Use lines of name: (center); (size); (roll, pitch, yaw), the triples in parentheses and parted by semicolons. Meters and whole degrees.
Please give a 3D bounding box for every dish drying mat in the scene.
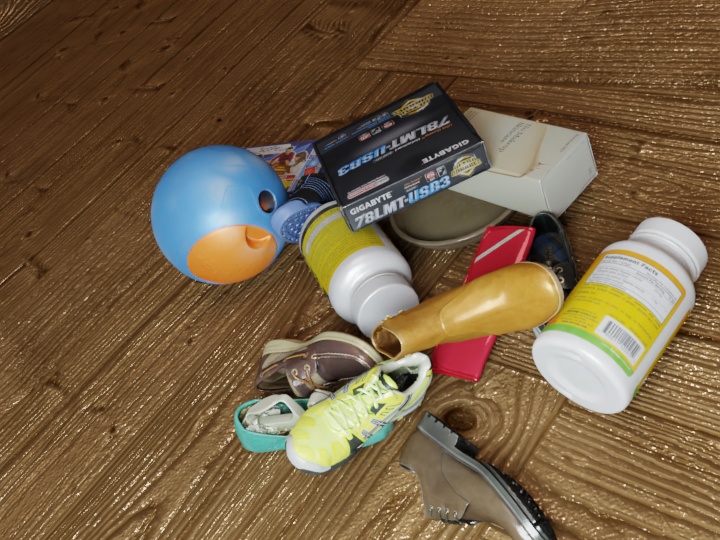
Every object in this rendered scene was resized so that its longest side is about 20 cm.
dish drying mat: (0.144, 0.034, 1.036); (0.077, 0.018, 0.201); (7, 64, 43)

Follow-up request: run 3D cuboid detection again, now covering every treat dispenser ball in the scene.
treat dispenser ball: (-0.201, -0.081, 1.264); (0.200, 0.201, 0.201); (-17, 40, 14)

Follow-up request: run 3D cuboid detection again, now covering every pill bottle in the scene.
pill bottle: (0.278, 0.040, 0.914); (0.111, 0.111, 0.200); (19, 58, 43)
pill bottle: (0.000, 0.000, 1.127); (0.111, 0.112, 0.200); (-31, 38, -3)

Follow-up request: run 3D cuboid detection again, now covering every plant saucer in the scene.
plant saucer: (0.137, -0.098, 1.219); (0.199, 0.030, 0.201); (-17, 40, 15)

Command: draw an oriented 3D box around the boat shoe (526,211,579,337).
boat shoe: (0.223, 0.011, 1.023); (0.068, 0.057, 0.201); (-15, 40, 15)

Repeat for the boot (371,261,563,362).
boot: (0.104, 0.052, 0.911); (0.144, 0.071, 0.201); (-20, -1, -27)

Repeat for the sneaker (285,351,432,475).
sneaker: (-0.001, 0.143, 0.942); (0.075, 0.077, 0.200); (43, 51, 19)

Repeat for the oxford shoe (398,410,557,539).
oxford shoe: (0.110, 0.225, 0.858); (0.085, 0.073, 0.200); (-52, 40, -3)

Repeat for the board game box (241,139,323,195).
board game box: (-0.137, -0.158, 1.445); (0.199, 0.035, 0.136); (-1, 45, 30)

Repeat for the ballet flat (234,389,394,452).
ballet flat: (-0.062, 0.172, 1.007); (0.199, 0.071, 0.068); (-9, 42, 22)

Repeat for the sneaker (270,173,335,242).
sneaker: (-0.075, -0.095, 1.239); (0.078, 0.070, 0.200); (40, 28, 18)

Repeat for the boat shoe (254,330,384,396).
boat shoe: (-0.057, 0.122, 1.049); (0.199, 0.072, 0.072); (-5, 46, 43)

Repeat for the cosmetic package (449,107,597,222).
cosmetic package: (0.197, -0.144, 1.155); (0.104, 0.073, 0.200); (-45, 40, -21)

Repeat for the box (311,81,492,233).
box: (0.048, -0.155, 1.158); (0.199, 0.050, 0.199); (-25, 35, 3)
